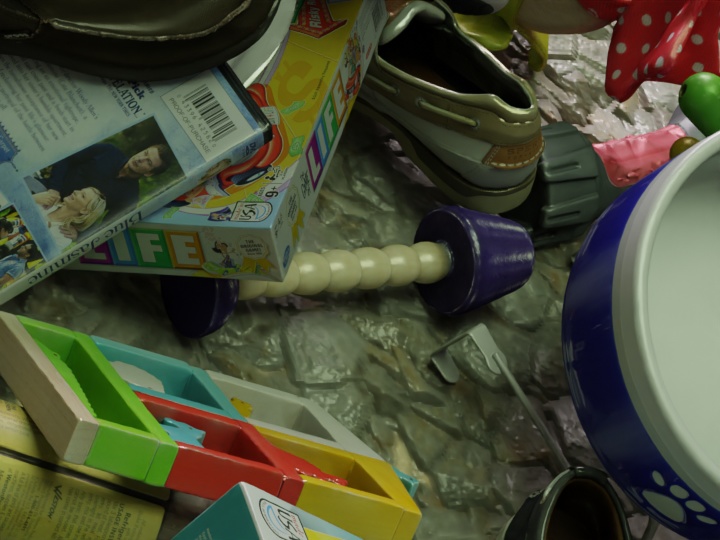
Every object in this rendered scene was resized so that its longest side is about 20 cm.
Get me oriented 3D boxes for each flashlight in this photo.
[{"bbox_3d":[0.157,-0.067,1.383,0.199,0.068,0.068,-12,63,-40],"label":"flashlight"}]

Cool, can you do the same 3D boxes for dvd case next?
[{"bbox_3d":[-0.160,-0.065,1.136,0.200,0.018,0.143,-32,71,-12],"label":"dvd case"}]

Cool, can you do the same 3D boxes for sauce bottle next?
[{"bbox_3d":[-0.102,0.107,1.075,0.199,0.065,0.065,22,46,-19],"label":"sauce bottle"}]

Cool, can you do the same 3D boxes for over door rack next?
[{"bbox_3d":[0.152,0.074,1.267,0.200,0.067,0.148,49,44,10],"label":"over door rack"}]

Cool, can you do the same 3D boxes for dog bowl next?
[{"bbox_3d":[0.199,0.033,1.190,0.199,0.079,0.201,6,73,-22],"label":"dog bowl"}]

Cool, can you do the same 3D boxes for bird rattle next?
[{"bbox_3d":[0.109,-0.173,1.349,0.112,0.200,0.164,-15,105,-35],"label":"bird rattle"}]

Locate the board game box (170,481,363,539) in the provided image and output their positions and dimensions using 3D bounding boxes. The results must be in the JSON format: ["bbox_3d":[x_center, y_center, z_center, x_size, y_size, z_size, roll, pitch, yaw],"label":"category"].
[{"bbox_3d":[0.021,0.186,1.031,0.200,0.047,0.151,30,27,-44],"label":"board game box"}]

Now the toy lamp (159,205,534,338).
[{"bbox_3d":[0.000,0.000,1.234,0.199,0.058,0.058,-8,60,-36],"label":"toy lamp"}]

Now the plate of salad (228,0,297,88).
[{"bbox_3d":[-0.130,-0.137,1.208,0.199,0.048,0.201,-3,52,4],"label":"plate of salad"}]

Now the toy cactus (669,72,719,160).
[{"bbox_3d":[0.231,-0.016,1.323,0.165,0.102,0.200,-95,164,-49],"label":"toy cactus"}]

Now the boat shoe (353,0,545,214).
[{"bbox_3d":[0.020,-0.117,1.309,0.200,0.069,0.075,38,50,20],"label":"boat shoe"}]

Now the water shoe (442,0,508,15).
[{"bbox_3d":[0.001,-0.207,1.342,0.199,0.072,0.079,28,86,14],"label":"water shoe"}]

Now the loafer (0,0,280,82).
[{"bbox_3d":[-0.134,-0.132,1.115,0.199,0.071,0.073,1,67,0],"label":"loafer"}]

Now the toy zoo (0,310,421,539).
[{"bbox_3d":[-0.058,0.073,1.101,0.199,0.021,0.131,18,11,-28],"label":"toy zoo"}]

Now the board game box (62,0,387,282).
[{"bbox_3d":[-0.076,-0.077,1.209,0.134,0.034,0.200,2,43,17],"label":"board game box"}]

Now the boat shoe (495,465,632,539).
[{"bbox_3d":[0.099,0.185,1.144,0.072,0.068,0.201,15,51,-22],"label":"boat shoe"}]
